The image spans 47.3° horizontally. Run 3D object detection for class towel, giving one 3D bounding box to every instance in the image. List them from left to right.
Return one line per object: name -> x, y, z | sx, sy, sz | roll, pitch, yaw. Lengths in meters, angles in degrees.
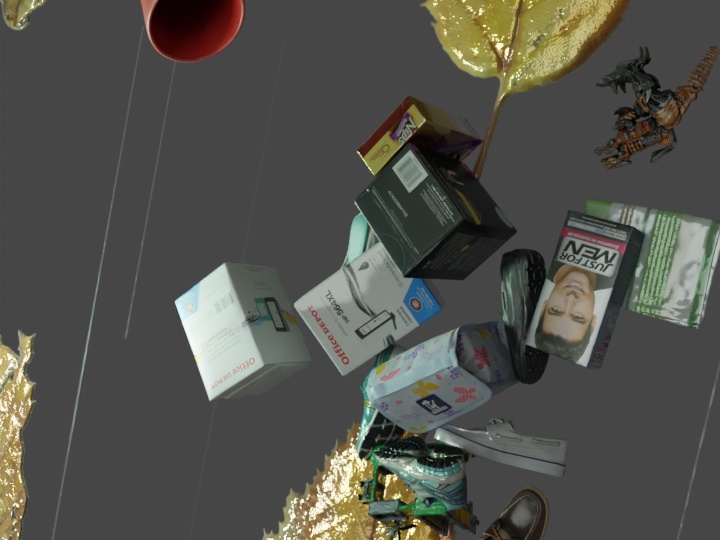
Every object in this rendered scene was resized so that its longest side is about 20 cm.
towel -> 0.401, -0.014, 1.163 | 0.198, 0.031, 0.151 | 16, 94, 36

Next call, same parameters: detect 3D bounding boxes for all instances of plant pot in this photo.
plant pot -> -0.345, -0.541, 1.601 | 0.200, 0.199, 0.178 | -44, 57, 24

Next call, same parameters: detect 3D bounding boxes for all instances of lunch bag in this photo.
lunch bag -> 0.123, 0.161, 1.233 | 0.169, 0.199, 0.128 | -29, 72, 28

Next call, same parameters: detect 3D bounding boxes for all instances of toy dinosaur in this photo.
toy dinosaur -> 0.406, -0.233, 1.147 | 0.199, 0.102, 0.136 | -40, 82, 6

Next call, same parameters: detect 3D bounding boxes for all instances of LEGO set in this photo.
LEGO set -> 0.107, 0.352, 1.310 | 0.198, 0.116, 0.155 | -21, 46, 27

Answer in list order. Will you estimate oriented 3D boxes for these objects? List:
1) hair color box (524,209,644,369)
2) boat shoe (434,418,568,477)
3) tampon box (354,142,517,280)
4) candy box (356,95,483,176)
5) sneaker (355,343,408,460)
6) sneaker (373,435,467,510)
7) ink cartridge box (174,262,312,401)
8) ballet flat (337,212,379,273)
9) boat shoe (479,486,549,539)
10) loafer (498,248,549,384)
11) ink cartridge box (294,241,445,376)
hair color box -> 0.315, 0.027, 1.158 | 0.098, 0.060, 0.202 | 19, 93, 35
boat shoe -> 0.210, 0.251, 1.221 | 0.197, 0.074, 0.066 | 15, 80, -2
tampon box -> 0.117, -0.083, 1.249 | 0.126, 0.199, 0.151 | -43, 67, 24
candy box -> 0.095, -0.193, 1.269 | 0.117, 0.199, 0.057 | -44, 66, 23
sneaker -> 0.036, 0.219, 1.378 | 0.079, 0.077, 0.202 | 21, 95, 52
sneaker -> 0.086, 0.304, 1.216 | 0.199, 0.077, 0.087 | -1, 105, 63
ink cartridge box -> -0.211, 0.112, 1.491 | 0.146, 0.145, 0.202 | -33, 70, 27
ballet flat -> 0.000, 0.000, 1.404 | 0.069, 0.069, 0.202 | 25, 105, 32
boat shoe -> 0.213, 0.416, 1.234 | 0.072, 0.072, 0.201 | 39, 109, 29
loafer -> 0.244, 0.069, 1.242 | 0.070, 0.067, 0.204 | -2, 91, 54
ink cartridge box -> 0.015, 0.053, 1.329 | 0.199, 0.084, 0.147 | -35, 92, 12
